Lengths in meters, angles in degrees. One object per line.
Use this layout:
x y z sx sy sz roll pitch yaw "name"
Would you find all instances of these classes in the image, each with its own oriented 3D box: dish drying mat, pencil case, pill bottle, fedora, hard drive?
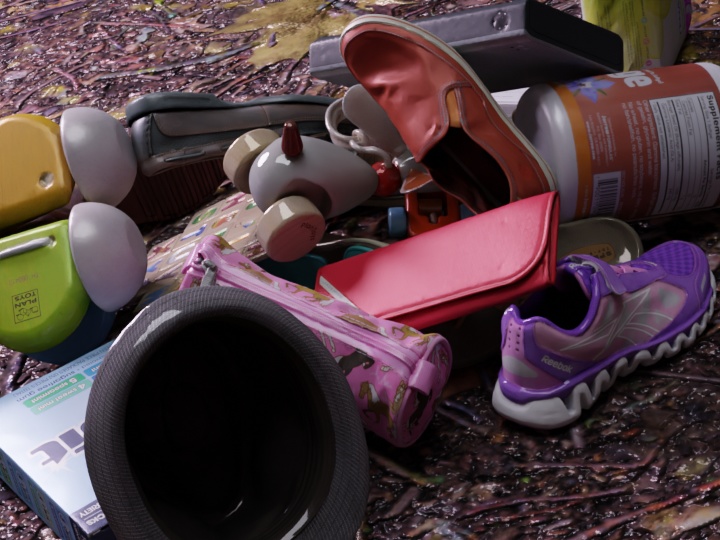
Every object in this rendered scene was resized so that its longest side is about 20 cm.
0.048 0.004 1.311 0.199 0.018 0.077 -19 48 34 "dish drying mat"
-0.034 0.047 1.289 0.199 0.083 0.086 24 16 19 "pencil case"
0.224 -0.096 1.438 0.199 0.113 0.112 -9 28 -14 "pill bottle"
-0.095 0.105 1.188 0.177 0.200 0.090 -40 20 -20 "fedora"
0.080 -0.164 1.456 0.199 0.033 0.139 -5 -9 38 "hard drive"

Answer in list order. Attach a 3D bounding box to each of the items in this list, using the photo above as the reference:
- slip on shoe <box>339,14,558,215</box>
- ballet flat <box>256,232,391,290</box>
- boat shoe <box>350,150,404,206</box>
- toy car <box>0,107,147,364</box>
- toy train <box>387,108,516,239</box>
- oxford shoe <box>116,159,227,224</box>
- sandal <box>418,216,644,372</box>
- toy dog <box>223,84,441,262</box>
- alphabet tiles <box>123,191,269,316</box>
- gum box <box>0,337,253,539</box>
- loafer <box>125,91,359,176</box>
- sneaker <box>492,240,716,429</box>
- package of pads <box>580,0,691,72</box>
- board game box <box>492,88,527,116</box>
0.057 -0.107 1.374 0.200 0.074 0.061 47 41 7 "slip on shoe"
0.000 0.000 1.438 0.199 0.070 0.069 14 40 40 "ballet flat"
0.015 -0.096 1.585 0.199 0.069 0.075 -12 30 4 "boat shoe"
-0.242 -0.016 1.474 0.174 0.150 0.201 -17 58 10 "toy car"
0.114 -0.066 1.516 0.199 0.056 0.151 -6 56 -6 "toy train"
-0.202 -0.074 1.643 0.199 0.071 0.075 -26 26 -22 "oxford shoe"
0.117 0.006 1.348 0.199 0.081 0.054 -20 -14 -18 "sandal"
-0.007 -0.087 1.409 0.132 0.097 0.200 40 49 18 "toy dog"
-0.103 -0.030 1.514 0.199 0.006 0.167 -24 21 26 "alphabet tiles"
-0.154 0.116 1.320 0.169 0.045 0.200 -28 32 -24 "gum box"
-0.088 -0.100 1.504 0.199 0.063 0.072 0 -17 -26 "loafer"
0.166 0.024 1.297 0.200 0.089 0.080 -32 33 -31 "sneaker"
0.235 -0.262 1.640 0.068 0.201 0.155 1 33 22 "package of pads"
0.106 -0.167 1.702 0.199 0.035 0.126 4 35 29 "board game box"
